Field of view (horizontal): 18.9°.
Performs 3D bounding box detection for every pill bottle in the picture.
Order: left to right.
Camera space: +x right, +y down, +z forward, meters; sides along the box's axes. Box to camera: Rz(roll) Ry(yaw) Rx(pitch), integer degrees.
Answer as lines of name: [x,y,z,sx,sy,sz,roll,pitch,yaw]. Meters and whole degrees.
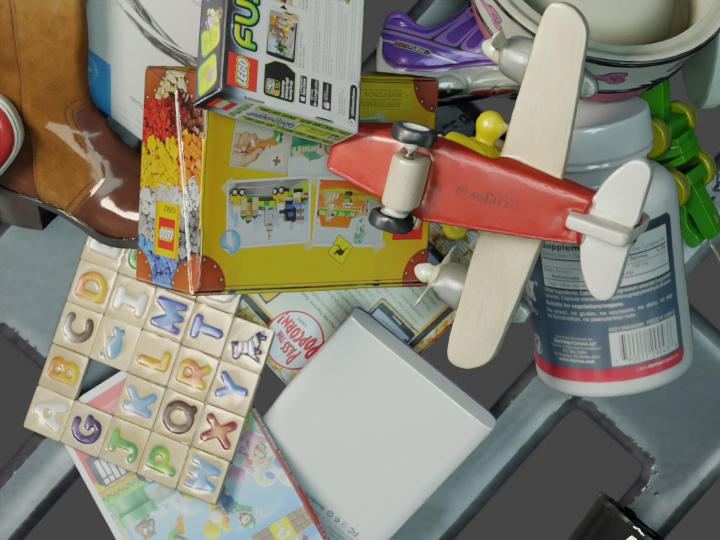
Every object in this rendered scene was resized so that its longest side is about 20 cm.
pill bottle: [0.176,-0.020,1.579,0.119,0.120,0.201,-10,109,-4]

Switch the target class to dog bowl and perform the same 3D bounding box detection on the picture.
dog bowl: [0.166,-0.209,1.555,0.199,0.074,0.201,6,59,-10]

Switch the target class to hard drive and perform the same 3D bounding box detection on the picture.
hard drive: [-0.012,0.137,1.599,0.132,0.025,0.200,39,117,-4]

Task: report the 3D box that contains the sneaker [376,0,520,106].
sneaker: [0.111,-0.169,1.598,0.199,0.081,0.084,-3,84,-8]

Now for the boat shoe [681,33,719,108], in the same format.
boat shoe: [0.286,-0.218,1.608,0.071,0.070,0.202,2,102,-16]

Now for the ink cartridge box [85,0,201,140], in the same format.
ink cartridge box: [-0.122,-0.189,1.526,0.116,0.067,0.200,36,127,-7]

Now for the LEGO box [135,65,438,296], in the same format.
LEGO box: [-0.048,-0.064,1.498,0.199,0.077,0.150,-2,99,-36]

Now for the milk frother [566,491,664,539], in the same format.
milk frother: [0.197,0.299,1.596,0.180,0.200,0.188,38,92,-12]

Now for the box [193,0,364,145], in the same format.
box: [-0.049,-0.193,1.435,0.110,0.035,0.201,15,69,-32]

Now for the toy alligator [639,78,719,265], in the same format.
toy alligator: [0.236,-0.059,1.633,0.054,0.059,0.201,-15,102,39]

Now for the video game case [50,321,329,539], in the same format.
video game case: [-0.124,0.159,1.598,0.143,0.017,0.200,-32,83,13]

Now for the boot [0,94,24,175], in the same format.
boot: [-0.335,-0.054,1.501,0.199,0.144,0.073,-23,102,20]

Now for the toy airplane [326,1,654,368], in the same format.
toy airplane: [0.102,-0.058,1.474,0.200,0.141,0.199,-31,105,7]

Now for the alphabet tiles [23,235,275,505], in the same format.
alphabet tiles: [-0.145,0.049,1.590,0.167,0.008,0.201,19,92,20]

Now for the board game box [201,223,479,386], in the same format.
board game box: [0.000,0.000,1.618,0.200,0.046,0.152,-42,99,1]

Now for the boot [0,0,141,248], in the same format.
boot: [-0.187,-0.122,1.527,0.188,0.068,0.201,12,123,24]
